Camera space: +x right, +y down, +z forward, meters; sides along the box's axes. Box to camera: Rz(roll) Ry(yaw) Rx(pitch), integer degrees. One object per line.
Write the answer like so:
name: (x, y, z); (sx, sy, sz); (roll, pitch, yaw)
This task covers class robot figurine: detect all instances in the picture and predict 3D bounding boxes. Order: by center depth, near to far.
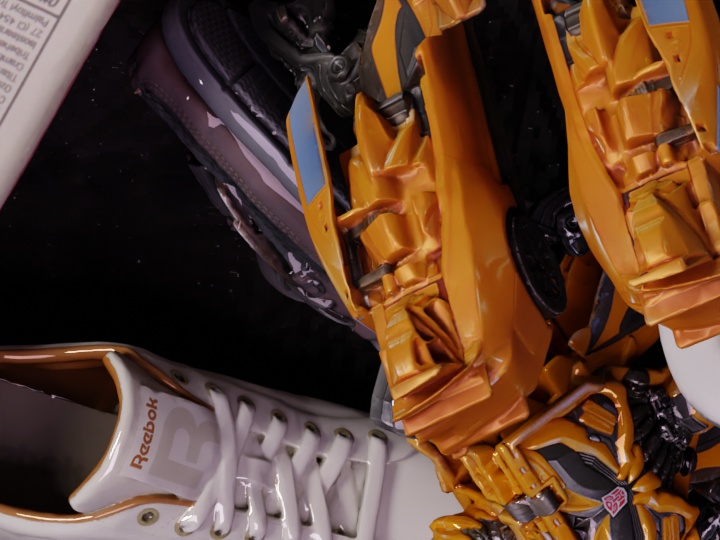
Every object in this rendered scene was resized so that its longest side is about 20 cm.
robot figurine: (0.036, -0.062, 0.751); (0.145, 0.201, 0.058); (-26, 151, 21)
robot figurine: (0.096, 0.020, 0.818); (0.200, 0.058, 0.145); (-43, 117, -17)

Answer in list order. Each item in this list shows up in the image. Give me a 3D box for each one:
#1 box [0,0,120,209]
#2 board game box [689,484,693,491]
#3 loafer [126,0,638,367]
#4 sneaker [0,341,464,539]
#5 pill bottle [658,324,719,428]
box: (-0.158, -0.053, 0.784); (0.128, 0.109, 0.200); (26, 114, -17)
board game box: (0.051, 0.150, 0.955); (0.199, 0.028, 0.136); (-24, 117, 9)
loafer: (0.000, 0.000, 0.848); (0.063, 0.072, 0.200); (-38, 119, 24)
sneaker: (-0.043, 0.065, 0.829); (0.199, 0.085, 0.073); (9, 76, -9)
pill bottle: (0.182, 0.024, 0.766); (0.200, 0.106, 0.106); (24, 115, -34)
